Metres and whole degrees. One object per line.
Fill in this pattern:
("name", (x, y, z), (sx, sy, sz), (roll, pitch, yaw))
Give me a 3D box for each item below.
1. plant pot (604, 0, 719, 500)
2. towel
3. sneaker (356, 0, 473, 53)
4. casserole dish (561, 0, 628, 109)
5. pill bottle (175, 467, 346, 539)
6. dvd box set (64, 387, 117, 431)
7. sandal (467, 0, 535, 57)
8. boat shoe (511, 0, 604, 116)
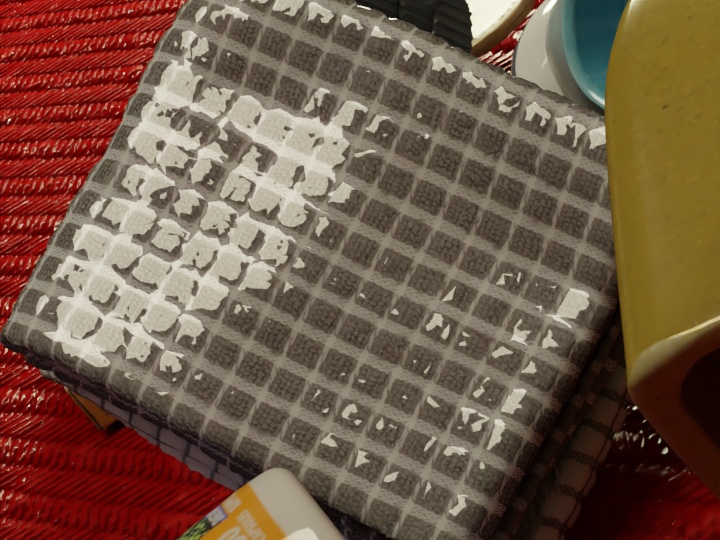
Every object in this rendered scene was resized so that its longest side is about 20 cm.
("plant pot", (0.178, -0.029, 0.787), (0.194, 0.196, 0.201), (-29, 39, 17))
("towel", (0.000, 0.000, 1.003), (0.199, 0.086, 0.166), (25, 78, 20))
("sneaker", (-0.008, -0.030, 1.141), (0.082, 0.070, 0.201), (-51, 13, 46))
("casserole dish", (0.135, -0.132, 1.011), (0.121, 0.201, 0.039), (17, 13, 35))
("pill bottle", (-0.068, 0.161, 0.897), (0.200, 0.112, 0.112), (-38, 25, -5))
("dvd box set", (-0.048, -0.025, 1.320), (0.200, 0.029, 0.146), (-36, 24, 5))
("sandal", (-0.018, -0.120, 1.323), (0.211, 0.070, 0.078), (-4, 39, 54))
("boat shoe", (0.091, -0.078, 1.141), (0.066, 0.072, 0.200), (-31, 7, 28))
